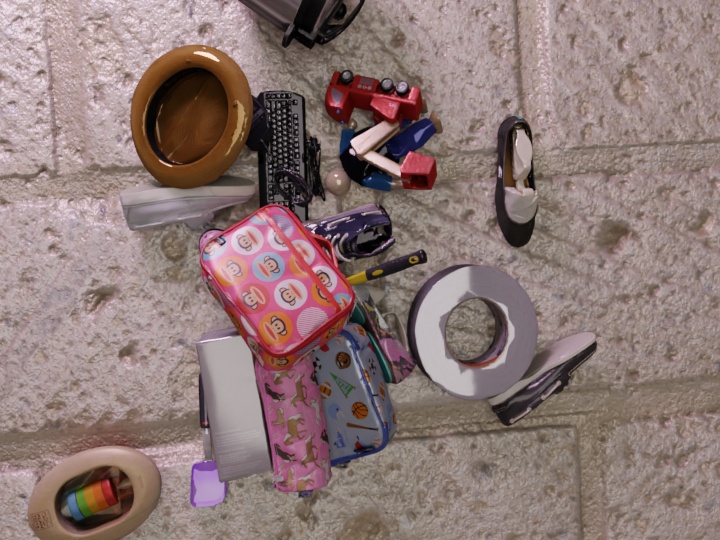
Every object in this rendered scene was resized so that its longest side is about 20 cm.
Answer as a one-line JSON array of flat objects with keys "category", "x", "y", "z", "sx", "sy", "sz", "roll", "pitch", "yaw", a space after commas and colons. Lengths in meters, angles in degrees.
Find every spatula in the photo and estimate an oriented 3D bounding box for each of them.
[{"category": "spatula", "x": -0.233, "y": 0.254, "z": 1.030, "sx": 0.055, "sy": 0.021, "sz": 0.206, "roll": -2, "pitch": 91, "yaw": -5}]

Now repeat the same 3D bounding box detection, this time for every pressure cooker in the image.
[{"category": "pressure cooker", "x": -0.081, "y": -0.427, "z": 0.954, "sx": 0.197, "sy": 0.180, "sz": 0.177, "roll": 32, "pitch": 127, "yaw": -7}]

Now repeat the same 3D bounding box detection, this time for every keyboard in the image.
[{"category": "keyboard", "x": -0.105, "y": -0.171, "z": 1.024, "sx": 0.101, "sy": 0.040, "sz": 0.206, "roll": -2, "pitch": 93, "yaw": -6}]

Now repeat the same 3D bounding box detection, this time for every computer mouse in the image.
[{"category": "computer mouse", "x": -0.134, "y": -0.182, "z": 1.012, "sx": 0.058, "sy": 0.034, "sz": 0.202, "roll": -34, "pitch": 88, "yaw": 14}]

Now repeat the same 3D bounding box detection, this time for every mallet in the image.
[{"category": "mallet", "x": 0.000, "y": 0.000, "z": 0.958, "sx": 0.197, "sy": 0.041, "sz": 0.067, "roll": -28, "pitch": 91, "yaw": 26}]

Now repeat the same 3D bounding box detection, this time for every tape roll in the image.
[{"category": "tape roll", "x": 0.173, "y": 0.093, "z": 1.053, "sx": 0.194, "sy": 0.066, "sz": 0.207, "roll": 0, "pitch": 91, "yaw": -7}]

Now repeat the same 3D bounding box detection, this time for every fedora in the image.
[{"category": "fedora", "x": -0.234, "y": -0.216, "z": 0.975, "sx": 0.195, "sy": 0.082, "sz": 0.207, "roll": 1, "pitch": 93, "yaw": 13}]

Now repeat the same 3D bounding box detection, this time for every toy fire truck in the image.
[{"category": "toy fire truck", "x": 0.029, "y": -0.206, "z": 0.987, "sx": 0.195, "sy": 0.049, "sz": 0.144, "roll": 15, "pitch": 74, "yaw": 16}]

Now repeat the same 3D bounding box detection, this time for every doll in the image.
[{"category": "doll", "x": 0.031, "y": -0.181, "z": 1.033, "sx": 0.198, "sy": 0.049, "sz": 0.138, "roll": -35, "pitch": 80, "yaw": -3}]

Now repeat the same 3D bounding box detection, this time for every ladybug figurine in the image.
[{"category": "ladybug figurine", "x": -0.384, "y": 0.327, "z": 0.988, "sx": 0.195, "sy": 0.072, "sz": 0.139, "roll": -17, "pitch": 93, "yaw": -6}]

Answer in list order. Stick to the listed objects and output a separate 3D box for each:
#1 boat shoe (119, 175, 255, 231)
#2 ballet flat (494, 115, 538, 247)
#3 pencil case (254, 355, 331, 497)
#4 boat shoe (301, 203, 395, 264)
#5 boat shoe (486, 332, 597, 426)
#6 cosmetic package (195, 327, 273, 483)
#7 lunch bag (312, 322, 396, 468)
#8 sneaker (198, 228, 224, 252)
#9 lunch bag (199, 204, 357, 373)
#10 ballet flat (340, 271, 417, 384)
[{"category": "boat shoe", "x": -0.251, "y": -0.095, "z": 1.002, "sx": 0.195, "sy": 0.070, "sz": 0.073, "roll": -7, "pitch": 112, "yaw": -8}, {"category": "ballet flat", "x": 0.243, "y": -0.138, "z": 1.052, "sx": 0.066, "sy": 0.068, "sz": 0.206, "roll": -6, "pitch": 93, "yaw": -7}, {"category": "pencil case", "x": -0.094, "y": 0.207, "z": 0.947, "sx": 0.081, "sy": 0.086, "sz": 0.206, "roll": -8, "pitch": 94, "yaw": 19}, {"category": "boat shoe", "x": -0.040, "y": -0.041, "z": 1.003, "sx": 0.196, "sy": 0.093, "sz": 0.076, "roll": -25, "pitch": 110, "yaw": -5}, {"category": "boat shoe", "x": 0.293, "y": 0.171, "z": 1.066, "sx": 0.198, "sy": 0.074, "sz": 0.061, "roll": -34, "pitch": 95, "yaw": -2}, {"category": "cosmetic package", "x": -0.180, "y": 0.189, "z": 0.993, "sx": 0.088, "sy": 0.107, "sz": 0.206, "roll": -12, "pitch": 91, "yaw": -4}, {"category": "lunch bag", "x": -0.040, "y": 0.190, "z": 1.008, "sx": 0.157, "sy": 0.075, "sz": 0.205, "roll": -17, "pitch": 92, "yaw": 21}, {"category": "sneaker", "x": -0.164, "y": 0.019, "z": 1.001, "sx": 0.199, "sy": 0.082, "sz": 0.071, "roll": 41, "pitch": 87, "yaw": -6}, {"category": "lunch bag", "x": -0.103, "y": 0.015, "z": 0.915, "sx": 0.174, "sy": 0.082, "sz": 0.201, "roll": -33, "pitch": 72, "yaw": -24}, {"category": "ballet flat", "x": 0.022, "y": 0.075, "z": 1.036, "sx": 0.070, "sy": 0.069, "sz": 0.203, "roll": -32, "pitch": 92, "yaw": -22}]
